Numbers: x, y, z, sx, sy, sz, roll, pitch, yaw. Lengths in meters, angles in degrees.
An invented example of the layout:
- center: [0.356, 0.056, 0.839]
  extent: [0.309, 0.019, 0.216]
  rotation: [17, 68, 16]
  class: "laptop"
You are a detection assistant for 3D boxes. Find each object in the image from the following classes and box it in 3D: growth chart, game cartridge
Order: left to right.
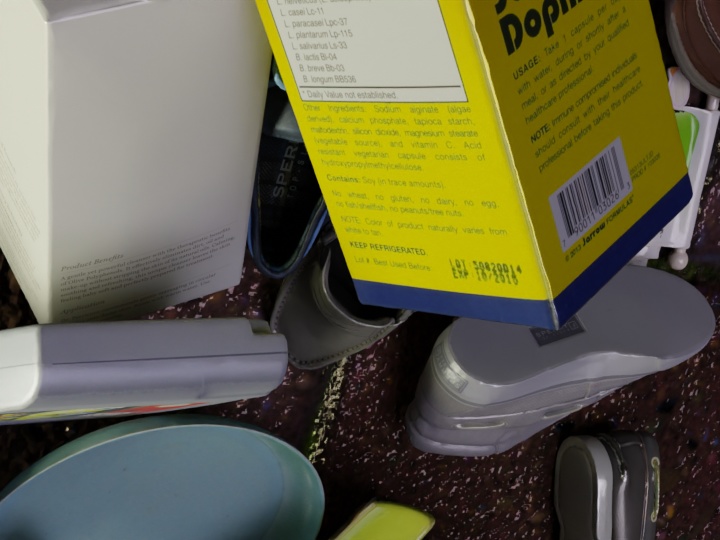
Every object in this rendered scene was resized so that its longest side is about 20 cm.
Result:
- center: [-0.137, 0.049, 0.700]
  extent: [0.132, 0.200, 0.041]
  rotation: [4, 80, -31]
  class: "game cartridge"
- center: [0.141, -0.048, 0.939]
  extent: [0.199, 0.018, 0.146]
  rotation: [-13, 117, -28]
  class: "growth chart"

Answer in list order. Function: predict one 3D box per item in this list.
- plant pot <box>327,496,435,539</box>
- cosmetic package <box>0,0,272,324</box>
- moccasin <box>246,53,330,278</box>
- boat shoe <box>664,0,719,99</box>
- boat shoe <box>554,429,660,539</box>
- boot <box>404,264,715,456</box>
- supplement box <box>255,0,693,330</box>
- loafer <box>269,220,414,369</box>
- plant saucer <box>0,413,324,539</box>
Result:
- center: [0.019, 0.242, 0.867]
  extent: [0.200, 0.199, 0.182]
  rotation: [-44, 85, -6]
  class: "plant pot"
- center: [-0.105, -0.070, 0.682]
  extent: [0.107, 0.085, 0.201]
  rotation: [-16, 143, -25]
  class: "cosmetic package"
- center: [-0.015, -0.079, 0.708]
  extent: [0.080, 0.068, 0.201]
  rotation: [3, 133, -8]
  class: "moccasin"
- center: [0.253, -0.127, 0.927]
  extent: [0.200, 0.072, 0.076]
  rotation: [34, 74, -41]
  class: "boat shoe"
- center: [0.166, 0.202, 1.037]
  extent: [0.060, 0.072, 0.203]
  rotation: [-8, 112, -24]
  class: "boat shoe"
- center: [0.118, 0.058, 0.939]
  extent: [0.199, 0.074, 0.096]
  rotation: [-8, 149, -27]
  class: "boot"
- center: [0.041, -0.093, 0.608]
  extent: [0.109, 0.108, 0.201]
  rotation: [-39, 121, -36]
  class: "supplement box"
- center: [0.000, 0.000, 0.782]
  extent: [0.070, 0.070, 0.200]
  rotation: [-46, 178, -41]
  class: "loafer"
- center: [-0.117, 0.141, 0.821]
  extent: [0.199, 0.028, 0.201]
  rotation: [-14, 137, -14]
  class: "plant saucer"
